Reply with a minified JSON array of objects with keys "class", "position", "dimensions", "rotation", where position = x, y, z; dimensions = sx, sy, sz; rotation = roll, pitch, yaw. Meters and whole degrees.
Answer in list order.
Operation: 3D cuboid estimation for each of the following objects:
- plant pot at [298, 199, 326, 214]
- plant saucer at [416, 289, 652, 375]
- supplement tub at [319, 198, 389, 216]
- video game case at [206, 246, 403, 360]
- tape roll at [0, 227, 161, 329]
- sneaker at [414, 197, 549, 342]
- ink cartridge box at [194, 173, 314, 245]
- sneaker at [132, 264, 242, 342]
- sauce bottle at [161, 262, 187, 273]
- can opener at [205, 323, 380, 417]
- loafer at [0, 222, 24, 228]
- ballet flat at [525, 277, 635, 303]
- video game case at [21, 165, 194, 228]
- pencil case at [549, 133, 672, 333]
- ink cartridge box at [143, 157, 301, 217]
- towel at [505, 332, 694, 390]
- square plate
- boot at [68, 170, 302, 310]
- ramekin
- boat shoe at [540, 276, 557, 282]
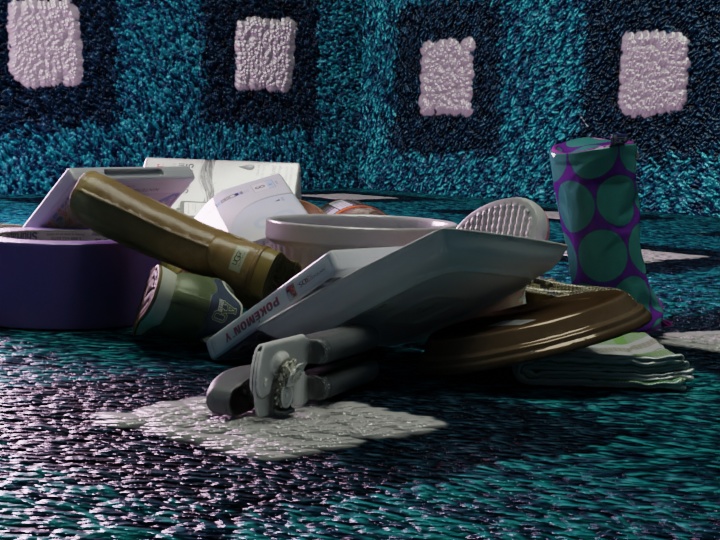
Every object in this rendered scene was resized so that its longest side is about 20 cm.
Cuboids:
[{"class":"plant pot","position":[-0.127,-0.021,1.800],"dimensions":[0.200,0.028,0.200],"rotation":[-8,33,5]},{"class":"plant saucer","position":[0.141,0.049,1.301],"dimensions":[0.200,0.030,0.200],"rotation":[-13,4,1]},{"class":"supplement tub","position":[-0.005,-0.028,1.880],"dimensions":[0.107,0.107,0.200],"rotation":[1,7,-9]},{"class":"video game case","position":[-0.004,0.026,1.346],"dimensions":[0.200,0.023,0.182],"rotation":[-3,-23,-43]},{"class":"tape roll","position":[-0.301,0.005,1.579],"dimensions":[0.200,0.085,0.200],"rotation":[1,7,0]},{"class":"sneaker","position":[0.128,0.004,1.436],"dimensions":[0.105,0.075,0.200],"rotation":[8,-38,-35]},{"class":"ink cartridge box","position":[-0.160,-0.038,1.755],"dimensions":[0.200,0.047,0.160],"rotation":[-16,28,-10]},{"class":"sneaker","position":[-0.155,0.038,1.424],"dimensions":[0.090,0.067,0.200],"rotation":[17,-7,-9]},{"class":"sauce bottle","position":[-0.191,-0.014,1.659],"dimensions":[0.066,0.066,0.200],"rotation":[-1,23,-21]},{"class":"can opener","position":[-0.044,0.070,1.171],"dimensions":[0.066,0.053,0.200],"rotation":[6,7,26]},{"class":"loafer","position":[-0.389,-0.015,1.829],"dimensions":[0.068,0.076,0.200],"rotation":[5,-3,39]},{"class":"ballet flat","position":[0.169,0.041,1.516],"dimensions":[0.200,0.068,0.075],"rotation":[7,30,33]},{"class":"video game case","position":[-0.303,-0.045,1.749],"dimensions":[0.182,0.022,0.200],"rotation":[-6,-33,-52]},{"class":"pencil case","position":[0.247,-0.034,1.552],"dimensions":[0.092,0.200,0.085],"rotation":[-10,4,-13]},{"class":"ink cartridge box","position":[-0.178,-0.062,1.945],"dimensions":[0.200,0.084,0.146],"rotation":[2,44,2]},{"class":"towel","position":[0.196,0.070,1.352],"dimensions":[0.149,0.031,0.200],"rotation":[3,6,0]},{"class":"square plate","position":[0.047,0.022,1.293],"dimensions":[0.200,0.028,0.198],"rotation":[-28,-18,31]},{"class":"boot","position":[-0.161,-0.022,1.488],"dimensions":[0.200,0.066,0.175],"rotation":[22,-16,12]},{"class":"ramekin","position":[0.000,0.000,1.613],"dimensions":[0.200,0.105,0.200],"rotation":[2,6,0]},{"class":"boat shoe","position":[0.174,0.021,1.688],"dimensions":[0.067,0.057,0.200],"rotation":[-1,6,-21]}]
